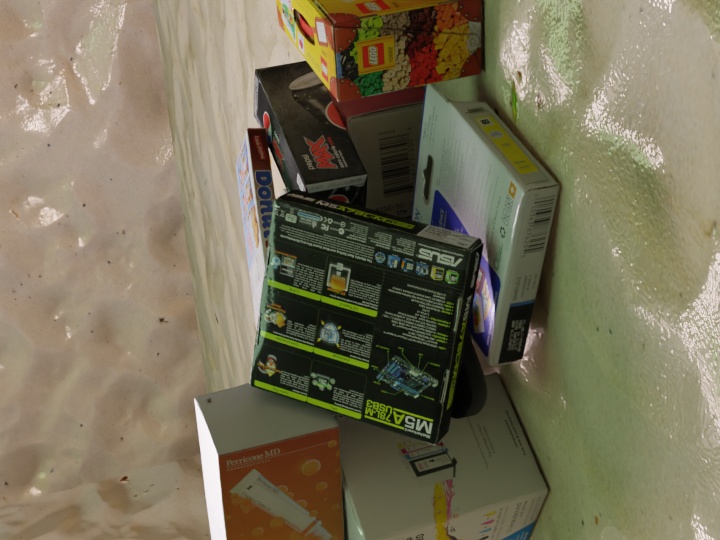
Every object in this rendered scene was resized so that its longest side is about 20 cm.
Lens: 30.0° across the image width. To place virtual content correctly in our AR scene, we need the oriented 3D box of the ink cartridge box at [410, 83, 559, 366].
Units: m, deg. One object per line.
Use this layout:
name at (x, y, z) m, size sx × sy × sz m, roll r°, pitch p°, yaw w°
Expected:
ink cartridge box at (0.110, -0.049, 1.266) m, size 0.201 × 0.046 × 0.199 m, roll -119°, pitch 27°, yaw -47°

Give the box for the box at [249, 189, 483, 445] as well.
box at (0.002, 0.042, 1.253) m, size 0.047 × 0.198 × 0.195 m, roll -37°, pitch -42°, yaw -62°

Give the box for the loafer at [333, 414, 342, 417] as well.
loafer at (0.051, 0.088, 1.362) m, size 0.070 × 0.198 × 0.070 m, roll 65°, pitch 180°, yaw -59°

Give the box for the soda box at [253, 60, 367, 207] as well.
soda box at (-0.053, -0.132, 1.383) m, size 0.064 × 0.070 × 0.201 m, roll 93°, pitch 160°, yaw -44°

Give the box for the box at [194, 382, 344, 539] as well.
box at (-0.088, 0.218, 1.346) m, size 0.098 × 0.123 × 0.202 m, roll -123°, pitch 25°, yaw -53°

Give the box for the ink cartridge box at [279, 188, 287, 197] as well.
ink cartridge box at (0.000, 0.000, 1.452) m, size 0.083 × 0.198 × 0.146 m, roll -63°, pitch 22°, yaw 6°

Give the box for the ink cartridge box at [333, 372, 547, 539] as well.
ink cartridge box at (0.068, 0.225, 1.402) m, size 0.148 × 0.198 × 0.146 m, roll 98°, pitch 155°, yaw -55°

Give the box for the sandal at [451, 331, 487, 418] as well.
sandal at (0.066, 0.046, 1.294) m, size 0.076 × 0.042 × 0.202 m, roll -55°, pitch 49°, yaw 48°

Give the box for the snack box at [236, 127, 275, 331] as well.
snack box at (-0.102, -0.043, 1.381) m, size 0.072 × 0.024 × 0.202 m, roll 117°, pitch 147°, yaw -59°

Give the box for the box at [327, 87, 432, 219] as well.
box at (0.011, -0.144, 1.487) m, size 0.200 × 0.108 × 0.129 m, roll -133°, pitch 33°, yaw -63°

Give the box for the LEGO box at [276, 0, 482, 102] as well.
LEGO box at (0.014, -0.249, 1.300) m, size 0.200 × 0.147 × 0.078 m, roll -122°, pitch 24°, yaw -54°
